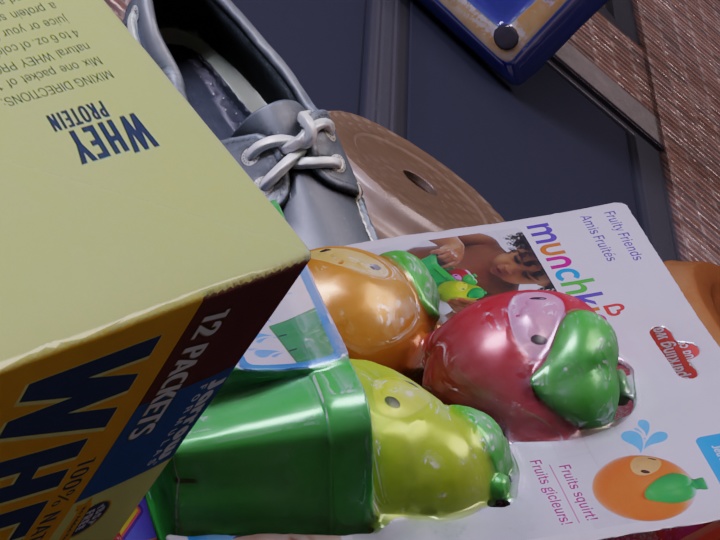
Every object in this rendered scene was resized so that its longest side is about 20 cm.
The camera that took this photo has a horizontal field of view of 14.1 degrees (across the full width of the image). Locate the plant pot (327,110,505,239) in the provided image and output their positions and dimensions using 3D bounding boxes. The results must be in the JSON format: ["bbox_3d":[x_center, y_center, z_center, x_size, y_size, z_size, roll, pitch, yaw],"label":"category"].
[{"bbox_3d":[0.000,0.000,1.198,0.200,0.093,0.201,32,17,-11],"label":"plant pot"}]

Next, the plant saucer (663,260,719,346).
[{"bbox_3d":[0.236,0.064,1.668,0.200,0.037,0.200,38,20,-16],"label":"plant saucer"}]

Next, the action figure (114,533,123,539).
[{"bbox_3d":[-0.133,0.048,0.912,0.200,0.065,0.052,52,13,17],"label":"action figure"}]

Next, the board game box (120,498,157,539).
[{"bbox_3d":[-0.080,0.046,1.052,0.200,0.045,0.134,47,19,11],"label":"board game box"}]

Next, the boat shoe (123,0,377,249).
[{"bbox_3d":[-0.041,-0.038,1.092,0.072,0.062,0.200,-11,46,-28],"label":"boat shoe"}]

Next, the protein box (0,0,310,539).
[{"bbox_3d":[-0.163,-0.010,0.778,0.198,0.135,0.200,-21,64,-46],"label":"protein box"}]

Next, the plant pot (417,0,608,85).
[{"bbox_3d":[0.102,-0.249,1.823,0.200,0.200,0.180,43,25,-5],"label":"plant pot"}]

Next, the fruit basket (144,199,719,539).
[{"bbox_3d":[0.022,0.032,0.940,0.185,0.199,0.094,-115,-165,-55],"label":"fruit basket"}]

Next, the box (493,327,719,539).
[{"bbox_3d":[0.084,0.078,1.038,0.200,0.095,0.100,-107,-176,-63],"label":"box"}]
